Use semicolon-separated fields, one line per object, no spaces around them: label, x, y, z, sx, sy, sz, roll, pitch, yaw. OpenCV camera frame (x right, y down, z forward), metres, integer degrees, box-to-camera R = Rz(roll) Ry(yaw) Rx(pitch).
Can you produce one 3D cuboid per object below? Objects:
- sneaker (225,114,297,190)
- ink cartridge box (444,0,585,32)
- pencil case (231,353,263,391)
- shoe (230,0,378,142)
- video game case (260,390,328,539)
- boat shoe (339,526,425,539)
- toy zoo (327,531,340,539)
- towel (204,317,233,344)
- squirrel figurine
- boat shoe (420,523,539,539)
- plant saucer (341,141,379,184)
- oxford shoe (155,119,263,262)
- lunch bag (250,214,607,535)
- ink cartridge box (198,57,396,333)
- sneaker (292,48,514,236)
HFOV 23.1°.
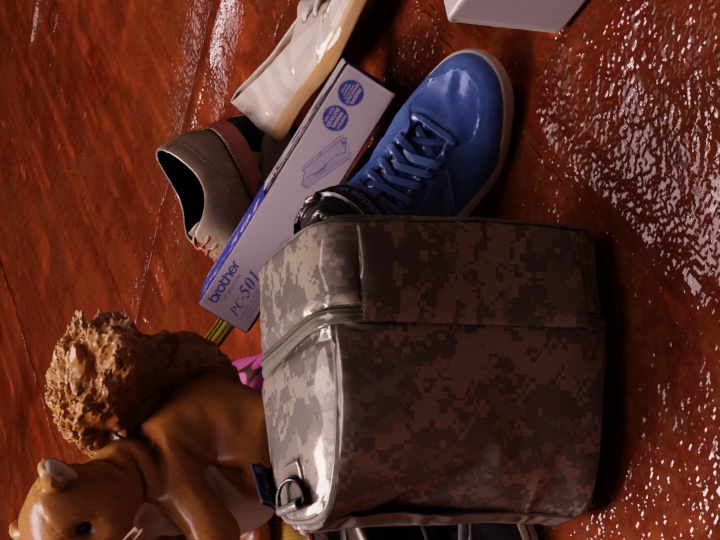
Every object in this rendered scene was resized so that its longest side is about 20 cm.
sneaker;-0.112;-0.102;1.499;0.200;0.082;0.072;-178;90;-65
ink cartridge box;0.097;-0.268;1.058;0.146;0.084;0.201;129;137;-53
pencil case;-0.059;0.105;1.353;0.091;0.094;0.200;-47;14;-22
shoe;-0.041;-0.172;1.347;0.200;0.053;0.070;-50;7;46
video game case;-0.064;0.190;1.278;0.143;0.017;0.201;-20;84;60
boat shoe;0.010;0.144;1.224;0.061;0.071;0.202;-32;71;55
toy zoo;-0.062;0.229;1.336;0.199;0.020;0.132;13;106;42
towel;-0.123;0.058;1.442;0.200;0.018;0.086;-56;2;-41
squirrel figurine;-0.155;0.129;1.205;0.201;0.186;0.142;64;147;21
boat shoe;0.054;0.134;1.148;0.200;0.062;0.075;-116;35;-47
plant saucer;-0.021;-0.017;1.362;0.200;0.019;0.070;126;142;-48
oxford shoe;-0.099;-0.018;1.376;0.070;0.075;0.201;-41;73;50
lunch bag;0.040;0.066;1.021;0.139;0.199;0.169;141;128;-58
ink cartridge box;-0.047;-0.057;1.277;0.201;0.044;0.094;-58;7;6
sneaker;0.023;-0.050;1.125;0.077;0.111;0.201;38;111;17
